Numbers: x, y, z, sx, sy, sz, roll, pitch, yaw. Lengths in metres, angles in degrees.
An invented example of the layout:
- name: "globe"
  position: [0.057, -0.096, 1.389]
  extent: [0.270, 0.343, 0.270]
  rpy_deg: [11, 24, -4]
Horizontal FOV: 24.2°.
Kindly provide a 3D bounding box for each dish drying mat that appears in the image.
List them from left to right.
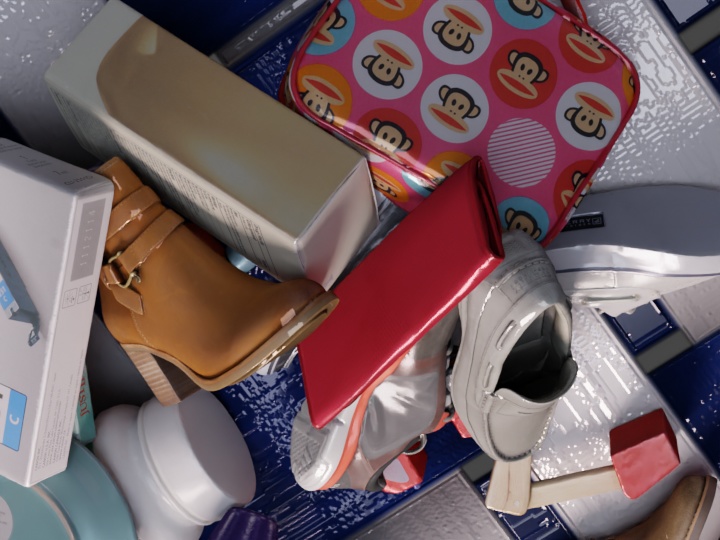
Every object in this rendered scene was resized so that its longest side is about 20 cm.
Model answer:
- name: "dish drying mat"
  position: [0.020, 0.017, 1.008]
  extent: [0.018, 0.077, 0.200]
  rpy_deg: [9, 143, -32]

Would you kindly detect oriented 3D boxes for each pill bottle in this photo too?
- name: "pill bottle"
  position: [-0.180, 0.162, 1.163]
  extent: [0.200, 0.113, 0.113]
  rpy_deg: [-30, 101, 15]

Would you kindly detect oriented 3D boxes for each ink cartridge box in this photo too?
- name: "ink cartridge box"
  position: [-0.250, 0.012, 1.066]
  extent: [0.176, 0.045, 0.200]
  rpy_deg: [22, 111, 24]

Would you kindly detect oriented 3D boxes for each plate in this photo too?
- name: "plate"
  position: [-0.238, 0.195, 1.107]
  extent: [0.200, 0.026, 0.200]
  rpy_deg: [1, 93, 20]

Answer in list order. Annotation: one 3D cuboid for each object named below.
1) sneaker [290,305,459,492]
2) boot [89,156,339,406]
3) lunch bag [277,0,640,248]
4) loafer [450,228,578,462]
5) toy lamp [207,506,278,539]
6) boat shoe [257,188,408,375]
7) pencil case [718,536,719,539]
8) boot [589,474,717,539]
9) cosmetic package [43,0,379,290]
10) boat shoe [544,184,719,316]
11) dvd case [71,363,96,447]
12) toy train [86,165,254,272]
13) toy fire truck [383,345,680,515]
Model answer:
- name: "sneaker"
  position: [0.029, 0.064, 1.081]
  extent: [0.082, 0.077, 0.200]
  rpy_deg: [17, 122, -26]
- name: "boot"
  position: [-0.110, -0.004, 1.032]
  extent: [0.200, 0.074, 0.155]
  rpy_deg: [-24, 96, 48]
- name: "lunch bag"
  position: [0.067, -0.120, 1.040]
  extent: [0.200, 0.082, 0.176]
  rpy_deg: [35, 78, -4]
- name: "loafer"
  position: [0.096, 0.061, 1.024]
  extent: [0.070, 0.070, 0.200]
  rpy_deg: [-27, 143, -13]
- name: "toy lamp"
  position: [-0.100, 0.251, 1.082]
  extent: [0.058, 0.058, 0.200]
  rpy_deg: [16, 72, 2]
- name: "boat shoe"
  position: [0.000, 0.000, 1.115]
  extent: [0.068, 0.072, 0.200]
  rpy_deg: [37, 101, -3]
- name: "pencil case"
  position: [0.265, 0.209, 1.129]
  extent: [0.091, 0.094, 0.200]
  rpy_deg: [21, 109, 1]
- name: "boot"
  position: [0.171, 0.209, 1.157]
  extent: [0.075, 0.074, 0.200]
  rpy_deg: [36, 111, 6]
- name: "cosmetic package"
  position: [-0.090, -0.074, 1.043]
  extent: [0.200, 0.105, 0.071]
  rpy_deg: [34, 75, 16]
- name: "boat shoe"
  position: [0.165, -0.005, 1.096]
  extent: [0.200, 0.071, 0.070]
  rpy_deg: [-5, 134, 5]
- name: "dvd case"
  position: [-0.270, 0.037, 1.132]
  extent: [0.200, 0.022, 0.146]
  rpy_deg: [7, 112, 30]
- name: "toy train"
  position: [-0.177, 0.018, 1.147]
  extent: [0.200, 0.056, 0.150]
  rpy_deg: [-35, 99, 16]
- name: "toy fire truck"
  position: [0.099, 0.115, 1.144]
  extent: [0.200, 0.049, 0.141]
  rpy_deg: [-29, 101, 15]
